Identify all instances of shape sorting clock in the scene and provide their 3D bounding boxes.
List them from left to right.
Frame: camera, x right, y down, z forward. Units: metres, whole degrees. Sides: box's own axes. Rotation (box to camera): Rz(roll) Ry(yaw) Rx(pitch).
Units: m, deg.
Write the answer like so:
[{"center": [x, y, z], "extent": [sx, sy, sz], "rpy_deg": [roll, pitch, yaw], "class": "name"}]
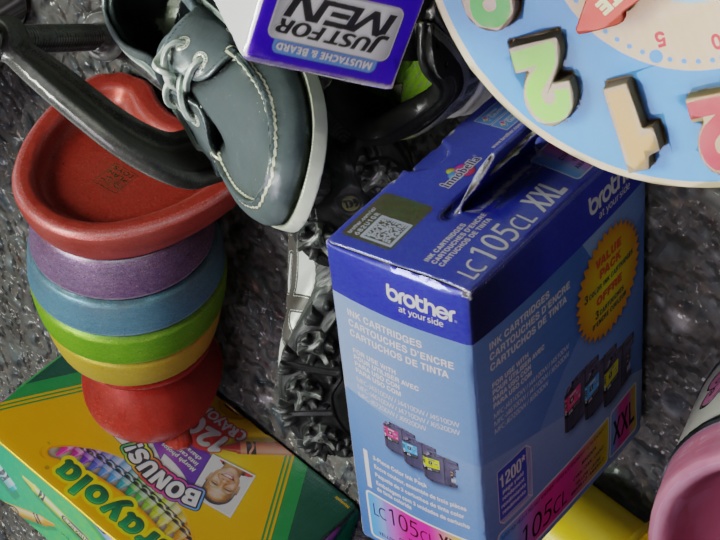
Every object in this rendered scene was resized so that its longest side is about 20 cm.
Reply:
[{"center": [0.114, -0.121, 0.645], "extent": [0.199, 0.039, 0.201], "rpy_deg": [10, 123, 16], "class": "shape sorting clock"}]

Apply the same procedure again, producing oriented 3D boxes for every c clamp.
[{"center": [-0.124, -0.096, 0.855], "extent": [0.171, 0.200, 0.027], "rpy_deg": [38, 104, 12], "class": "c clamp"}]

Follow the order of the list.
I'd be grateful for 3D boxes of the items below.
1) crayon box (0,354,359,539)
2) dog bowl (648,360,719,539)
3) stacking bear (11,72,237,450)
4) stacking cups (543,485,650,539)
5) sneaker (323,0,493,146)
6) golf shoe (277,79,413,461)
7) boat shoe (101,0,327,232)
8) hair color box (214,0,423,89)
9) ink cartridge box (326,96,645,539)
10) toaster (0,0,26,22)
[{"center": [-0.116, 0.130, 1.078], "extent": [0.200, 0.119, 0.058], "rpy_deg": [36, 142, 18], "class": "crayon box"}, {"center": [0.208, 0.123, 0.768], "extent": [0.200, 0.074, 0.201], "rpy_deg": [28, 137, 28], "class": "dog bowl"}, {"center": [-0.120, 0.015, 1.000], "extent": [0.121, 0.114, 0.200], "rpy_deg": [29, 143, 27], "class": "stacking bear"}, {"center": [0.054, 0.088, 0.918], "extent": [0.200, 0.060, 0.061], "rpy_deg": [39, 142, 20], "class": "stacking cups"}, {"center": [0.030, -0.123, 0.729], "extent": [0.074, 0.087, 0.200], "rpy_deg": [37, 142, 18], "class": "sneaker"}, {"center": [0.000, 0.000, 0.878], "extent": [0.077, 0.095, 0.201], "rpy_deg": [3, 126, -1], "class": "golf shoe"}, {"center": [-0.068, -0.080, 0.806], "extent": [0.073, 0.062, 0.200], "rpy_deg": [-68, 29, 27], "class": "boat shoe"}, {"center": [0.003, -0.178, 0.635], "extent": [0.109, 0.065, 0.201], "rpy_deg": [-117, 43, -54], "class": "hair color box"}, {"center": [0.058, 0.017, 0.781], "extent": [0.076, 0.136, 0.201], "rpy_deg": [20, 134, 32], "class": "ink cartridge box"}, {"center": [-0.296, -0.144, 1.031], "extent": [0.200, 0.119, 0.181], "rpy_deg": [51, 145, 0], "class": "toaster"}]
